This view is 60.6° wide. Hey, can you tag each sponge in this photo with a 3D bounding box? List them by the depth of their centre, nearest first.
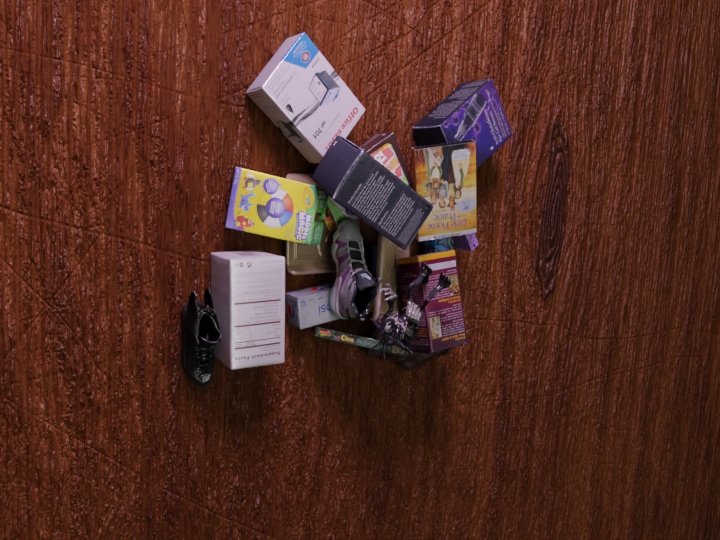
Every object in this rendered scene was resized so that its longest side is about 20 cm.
[{"bbox_3d":[0.203,-0.143,1.448,0.030,0.111,0.204,-35,115,-21],"label":"sponge"}]

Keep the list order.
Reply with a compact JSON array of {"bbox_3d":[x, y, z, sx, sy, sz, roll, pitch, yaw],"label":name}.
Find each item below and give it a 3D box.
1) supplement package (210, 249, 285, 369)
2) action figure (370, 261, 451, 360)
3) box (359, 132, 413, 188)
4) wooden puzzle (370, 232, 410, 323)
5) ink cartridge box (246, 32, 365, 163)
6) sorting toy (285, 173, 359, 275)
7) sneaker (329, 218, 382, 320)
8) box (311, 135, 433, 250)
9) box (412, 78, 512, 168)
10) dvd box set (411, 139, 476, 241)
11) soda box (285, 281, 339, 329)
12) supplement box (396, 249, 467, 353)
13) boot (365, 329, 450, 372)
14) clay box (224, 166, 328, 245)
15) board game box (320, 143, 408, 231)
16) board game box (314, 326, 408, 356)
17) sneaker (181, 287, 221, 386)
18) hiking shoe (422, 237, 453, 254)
[{"bbox_3d":[-0.218,0.071,1.187,0.114,0.116,0.208,-4,100,-33],"label":"supplement package"},{"bbox_3d":[0.087,0.075,1.215,0.201,0.118,0.103,-51,147,-11],"label":"action figure"},{"bbox_3d":[0.057,-0.189,1.365,0.099,0.074,0.204,-36,117,-24],"label":"box"},{"bbox_3d":[0.060,0.023,1.365,0.199,0.045,0.193,17,76,-67],"label":"wooden puzzle"},{"bbox_3d":[-0.105,-0.336,1.223,0.200,0.085,0.148,44,73,-30],"label":"ink cartridge box"},{"bbox_3d":[-0.081,-0.099,1.310,0.180,0.036,0.208,-4,95,-34],"label":"sorting toy"},{"bbox_3d":[0.000,0.000,1.238,0.076,0.138,0.208,-1,95,-32],"label":"sneaker"},{"bbox_3d":[0.022,-0.153,1.200,0.197,0.148,0.106,32,98,-28],"label":"box"},{"bbox_3d":[0.241,-0.325,1.442,0.200,0.103,0.150,-44,119,-21],"label":"box"},{"bbox_3d":[0.185,-0.174,1.355,0.141,0.029,0.207,-8,111,-9],"label":"dvd box set"},{"bbox_3d":[-0.062,0.066,1.325,0.195,0.063,0.071,-13,105,-32],"label":"soda box"},{"bbox_3d":[0.156,0.067,1.344,0.107,0.085,0.208,-9,91,-32],"label":"supplement box"},{"bbox_3d":[0.121,0.151,1.408,0.187,0.065,0.198,-46,137,14],"label":"boot"},{"bbox_3d":[-0.159,-0.122,1.205,0.193,0.048,0.119,10,92,-15],"label":"clay box"},{"bbox_3d":[-0.001,-0.170,1.286,0.197,0.030,0.097,-32,113,-6],"label":"board game box"},{"bbox_3d":[0.005,0.150,1.298,0.193,0.105,0.024,12,87,6],"label":"board game box"},{"bbox_3d":[-0.296,0.130,1.150,0.058,0.103,0.208,-11,103,-32],"label":"sneaker"},{"bbox_3d":[0.182,-0.030,1.461,0.087,0.073,0.205,-43,120,-44],"label":"hiking shoe"}]
